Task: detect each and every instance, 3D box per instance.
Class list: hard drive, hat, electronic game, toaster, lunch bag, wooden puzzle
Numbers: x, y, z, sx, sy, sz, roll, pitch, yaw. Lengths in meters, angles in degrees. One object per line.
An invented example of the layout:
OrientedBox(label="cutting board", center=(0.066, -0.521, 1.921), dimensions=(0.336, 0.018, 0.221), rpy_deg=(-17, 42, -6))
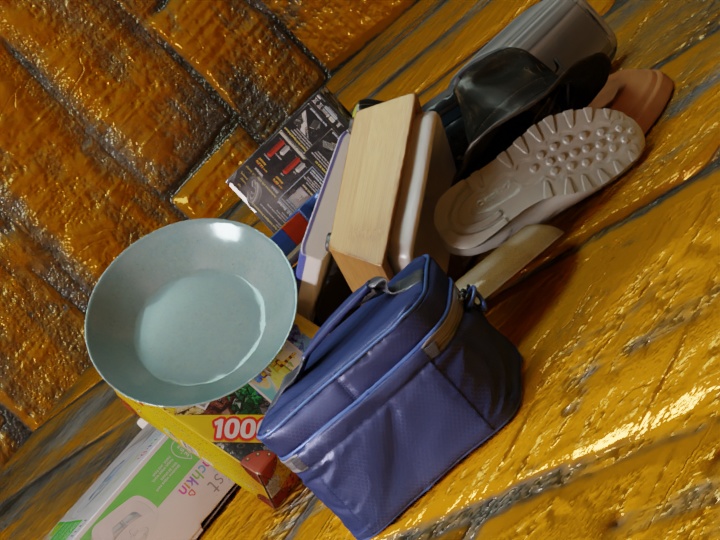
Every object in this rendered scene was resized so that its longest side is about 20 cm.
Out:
OrientedBox(label="hard drive", center=(-0.036, -0.026, 1.579), dimensions=(0.200, 0.025, 0.133), rpy_deg=(106, -178, -65))
OrientedBox(label="hat", center=(0.132, -0.151, 1.503), dimensions=(0.200, 0.081, 0.201), rpy_deg=(-38, -12, -10))
OrientedBox(label="electronic game", center=(0.106, -0.132, 1.637), dimensions=(0.199, 0.042, 0.200), rpy_deg=(-26, -20, -10))
OrientedBox(label="toaster", center=(0.192, -0.220, 1.817), dimensions=(0.129, 0.114, 0.200), rpy_deg=(-48, 8, -24))
OrientedBox(label="lunch bag", center=(0.022, 0.083, 1.254), dimensions=(0.200, 0.132, 0.136), rpy_deg=(-43, 10, 16))
OrientedBox(label="wooden puzzle", center=(-0.065, -0.041, 1.789), dimensions=(0.200, 0.046, 0.185), rpy_deg=(-40, 2, -22))

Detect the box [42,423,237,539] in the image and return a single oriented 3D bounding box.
OrientedBox(label="box", center=(-0.227, 0.252, 1.721), dimensions=(0.200, 0.097, 0.176), rpy_deg=(-48, 8, -19))

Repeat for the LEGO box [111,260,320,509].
OrientedBox(label="LEGO box", center=(-0.113, 0.101, 1.548), dimensions=(0.149, 0.199, 0.077), rpy_deg=(-50, -29, -20))

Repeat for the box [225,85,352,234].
OrientedBox(label="box", center=(-0.033, -0.087, 1.940), dimensions=(0.158, 0.200, 0.050), rpy_deg=(-43, 4, 14))

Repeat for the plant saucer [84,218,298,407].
OrientedBox(label="plant saucer", center=(-0.151, 0.045, 1.523), dimensions=(0.201, 0.200, 0.039), rpy_deg=(-49, -29, -19))

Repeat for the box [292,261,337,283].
OrientedBox(label="box", center=(-0.051, 0.026, 1.852), dimensions=(0.120, 0.033, 0.200), rpy_deg=(-8, -17, -31))

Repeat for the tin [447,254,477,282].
OrientedBox(label="tin", center=(0.079, -0.013, 1.675), dimensions=(0.200, 0.042, 0.112), rpy_deg=(-54, 9, -36))

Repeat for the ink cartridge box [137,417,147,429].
OrientedBox(label="ink cartridge box", center=(-0.185, 0.122, 1.824), dimensions=(0.200, 0.174, 0.044), rpy_deg=(-36, 14, 45))

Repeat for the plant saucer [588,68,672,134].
OrientedBox(label="plant saucer", center=(0.209, -0.122, 1.578), dimensions=(0.200, 0.037, 0.200), rpy_deg=(-44, 11, 10))

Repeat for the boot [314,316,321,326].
OrientedBox(label="boot", center=(-0.060, 0.099, 1.679), dimensions=(0.211, 0.079, 0.158), rpy_deg=(-52, 10, -17))

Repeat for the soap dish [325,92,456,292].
OrientedBox(label="soap dish", center=(0.032, -0.047, 1.487), dimensions=(0.200, 0.081, 0.159), rpy_deg=(64, -145, -69))

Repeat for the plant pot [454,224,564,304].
OrientedBox(label="plant pot", center=(0.086, 0.021, 1.405), dimensions=(0.200, 0.028, 0.200), rpy_deg=(-39, -3, -3))

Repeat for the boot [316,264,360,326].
OrientedBox(label="boot", center=(0.000, 0.000, 1.672), dimensions=(0.186, 0.064, 0.200), rpy_deg=(-43, 9, -18))

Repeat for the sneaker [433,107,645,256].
OrientedBox(label="sneaker", center=(0.157, -0.076, 1.467), dimensions=(0.199, 0.077, 0.081), rpy_deg=(-26, -20, 4))

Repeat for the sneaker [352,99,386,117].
OrientedBox(label="sneaker", center=(0.034, -0.103, 1.859), dimensions=(0.078, 0.201, 0.090), rpy_deg=(-4, -34, -34))
